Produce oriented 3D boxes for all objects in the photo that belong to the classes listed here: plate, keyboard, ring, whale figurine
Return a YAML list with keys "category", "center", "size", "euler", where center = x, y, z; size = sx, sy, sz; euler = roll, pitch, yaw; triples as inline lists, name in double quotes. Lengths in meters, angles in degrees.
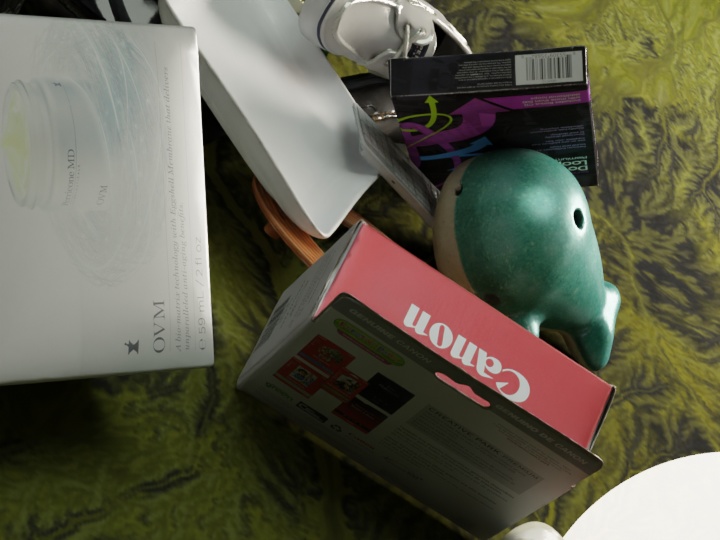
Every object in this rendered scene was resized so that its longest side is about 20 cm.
- category: "plate"
  center: [-0.064, -0.126, 1.559]
  size: [0.200, 0.032, 0.200]
  euler: [57, 22, -8]
- category: "keyboard"
  center: [0.057, -0.048, 1.668]
  size: [0.200, 0.011, 0.056]
  euler: [45, 25, -34]
- category: "ring"
  center: [0.000, 0.000, 1.557]
  size: [0.200, 0.019, 0.201]
  euler: [36, 15, -11]
- category: "whale figurine"
  center: [0.143, -0.007, 1.652]
  size: [0.200, 0.103, 0.160]
  euler: [41, 50, -33]

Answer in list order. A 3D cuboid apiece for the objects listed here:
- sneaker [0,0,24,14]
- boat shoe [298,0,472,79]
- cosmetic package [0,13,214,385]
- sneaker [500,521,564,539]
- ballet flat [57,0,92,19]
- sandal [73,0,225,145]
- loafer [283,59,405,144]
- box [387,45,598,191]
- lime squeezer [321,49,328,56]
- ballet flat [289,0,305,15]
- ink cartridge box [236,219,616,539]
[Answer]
- category: "sneaker"
  center: [-0.297, -0.211, 1.512]
  size: [0.090, 0.079, 0.199]
  euler: [47, 31, 20]
- category: "boat shoe"
  center: [0.025, -0.174, 1.656]
  size: [0.066, 0.072, 0.200]
  euler: [38, 9, 25]
- category: "cosmetic package"
  center: [-0.196, -0.037, 1.254]
  size: [0.199, 0.122, 0.201]
  euler: [-3, 90, -46]
- category: "sneaker"
  center: [0.109, 0.203, 1.377]
  size: [0.070, 0.094, 0.200]
  euler: [40, 31, 3]
- category: "ballet flat"
  center: [-0.211, -0.229, 1.621]
  size: [0.200, 0.072, 0.072]
  euler: [38, 31, -3]
- category: "sandal"
  center: [-0.149, -0.182, 1.577]
  size: [0.076, 0.043, 0.201]
  euler: [-37, 100, -21]
- category: "loafer"
  center: [-0.015, -0.111, 1.699]
  size: [0.199, 0.073, 0.073]
  euler: [5, 66, -36]
- category: "box"
  center: [0.103, -0.107, 1.654]
  size: [0.200, 0.142, 0.036]
  euler: [64, 24, -70]
- category: "lime squeezer"
  center: [-0.040, -0.192, 1.697]
  size: [0.038, 0.199, 0.071]
  euler: [-33, 104, -74]
- category: "ballet flat"
  center: [-0.072, -0.235, 1.792]
  size: [0.200, 0.072, 0.072]
  euler: [36, 31, -4]
- category: "ink cartridge box"
  center: [0.049, 0.066, 1.400]
  size: [0.199, 0.176, 0.084]
  euler: [33, 59, -10]
